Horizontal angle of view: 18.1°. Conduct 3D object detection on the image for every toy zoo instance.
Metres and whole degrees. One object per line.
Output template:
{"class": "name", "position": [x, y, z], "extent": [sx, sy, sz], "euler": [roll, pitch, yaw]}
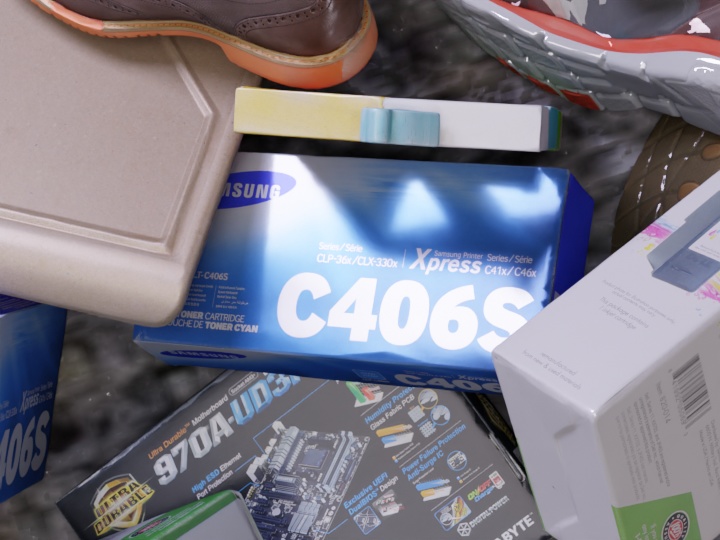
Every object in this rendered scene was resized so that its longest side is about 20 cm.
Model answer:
{"class": "toy zoo", "position": [0.020, -0.066, 1.000], "extent": [0.130, 0.200, 0.021], "euler": [4, 94, 9]}

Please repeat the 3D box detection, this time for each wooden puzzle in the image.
{"class": "wooden puzzle", "position": [-0.141, -0.079, 1.048], "extent": [0.184, 0.037, 0.201], "euler": [12, 65, 9]}

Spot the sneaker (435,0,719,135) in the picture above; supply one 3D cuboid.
{"class": "sneaker", "position": [0.124, -0.121, 1.033], "extent": [0.199, 0.077, 0.082], "euler": [21, 78, 31]}

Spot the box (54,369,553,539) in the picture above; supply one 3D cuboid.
{"class": "box", "position": [-0.023, 0.116, 1.093], "extent": [0.200, 0.046, 0.159], "euler": [-38, 86, 8]}

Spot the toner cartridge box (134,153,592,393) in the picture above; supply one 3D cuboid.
{"class": "toner cartridge box", "position": [0.000, 0.000, 1.030], "extent": [0.198, 0.043, 0.096], "euler": [3, 73, 22]}

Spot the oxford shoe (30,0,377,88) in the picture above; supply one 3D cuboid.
{"class": "oxford shoe", "position": [-0.086, -0.145, 1.011], "extent": [0.199, 0.073, 0.072], "euler": [16, 62, 20]}

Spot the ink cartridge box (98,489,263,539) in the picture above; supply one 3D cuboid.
{"class": "ink cartridge box", "position": [-0.146, 0.186, 1.029], "extent": [0.199, 0.146, 0.084], "euler": [-25, 93, 40]}

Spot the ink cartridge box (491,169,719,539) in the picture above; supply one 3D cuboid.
{"class": "ink cartridge box", "position": [0.160, 0.031, 0.975], "extent": [0.200, 0.067, 0.118], "euler": [-36, 132, -21]}

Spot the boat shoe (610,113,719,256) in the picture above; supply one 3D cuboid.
{"class": "boat shoe", "position": [0.159, -0.004, 1.056], "extent": [0.067, 0.072, 0.201], "euler": [19, 92, -27]}

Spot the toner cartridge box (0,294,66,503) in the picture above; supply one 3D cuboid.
{"class": "toner cartridge box", "position": [-0.184, 0.062, 1.037], "extent": [0.043, 0.200, 0.096], "euler": [8, 95, 7]}
